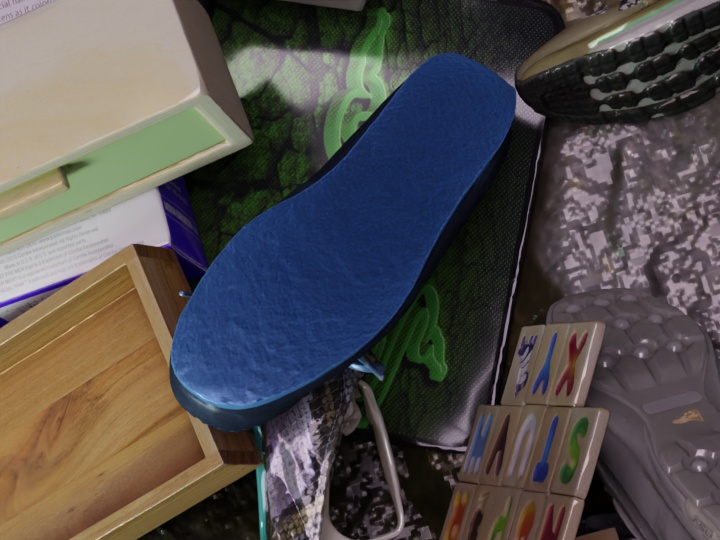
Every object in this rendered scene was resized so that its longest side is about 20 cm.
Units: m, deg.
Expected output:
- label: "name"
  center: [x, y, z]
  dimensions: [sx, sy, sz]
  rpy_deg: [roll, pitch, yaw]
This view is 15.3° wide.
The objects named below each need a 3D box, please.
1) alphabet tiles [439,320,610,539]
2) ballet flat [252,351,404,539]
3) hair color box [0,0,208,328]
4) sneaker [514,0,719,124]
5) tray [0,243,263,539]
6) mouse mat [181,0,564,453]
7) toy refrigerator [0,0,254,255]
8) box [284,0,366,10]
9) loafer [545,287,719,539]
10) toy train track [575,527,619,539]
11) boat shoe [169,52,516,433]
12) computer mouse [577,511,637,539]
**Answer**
- label: "alphabet tiles"
  center: [0.050, 0.116, 1.026]
  dimensions: [0.006, 0.166, 0.201]
  rpy_deg: [18, 84, -12]
- label: "ballet flat"
  center: [-0.016, 0.121, 1.086]
  dimensions: [0.072, 0.072, 0.201]
  rpy_deg: [1, 82, 12]
- label: "hair color box"
  center: [-0.146, -0.079, 1.154]
  dimensions: [0.109, 0.065, 0.201]
  rpy_deg: [-18, 76, 9]
- label: "sneaker"
  center: [0.144, -0.134, 1.113]
  dimensions: [0.199, 0.077, 0.089]
  rpy_deg: [-31, 61, -1]
- label: "tray"
  center: [-0.142, 0.081, 1.106]
  dimensions: [0.200, 0.037, 0.099]
  rpy_deg: [-31, 72, 22]
- label: "mouse mat"
  center: [-0.005, -0.030, 1.146]
  dimensions: [0.160, 0.008, 0.201]
  rpy_deg: [9, 81, 13]
- label: "toy refrigerator"
  center: [-0.150, -0.046, 1.076]
  dimensions: [0.199, 0.076, 0.070]
  rpy_deg: [-23, 74, 6]
- label: "box"
  center: [-0.087, -0.165, 1.100]
  dimensions: [0.199, 0.082, 0.069]
  rpy_deg: [7, 69, -8]
- label: "loafer"
  center: [0.119, 0.073, 1.033]
  dimensions: [0.070, 0.070, 0.200]
  rpy_deg: [-10, 32, -10]
- label: "toy train track"
  center: [0.111, 0.199, 1.013]
  dimensions: [0.114, 0.033, 0.201]
  rpy_deg: [-11, 75, -24]
- label: "boat shoe"
  center: [0.000, 0.000, 1.067]
  dimensions: [0.084, 0.069, 0.200]
  rpy_deg: [41, 60, 14]
- label: "computer mouse"
  center: [0.142, 0.169, 1.058]
  dimensions: [0.199, 0.046, 0.141]
  rpy_deg: [3, 75, 18]
